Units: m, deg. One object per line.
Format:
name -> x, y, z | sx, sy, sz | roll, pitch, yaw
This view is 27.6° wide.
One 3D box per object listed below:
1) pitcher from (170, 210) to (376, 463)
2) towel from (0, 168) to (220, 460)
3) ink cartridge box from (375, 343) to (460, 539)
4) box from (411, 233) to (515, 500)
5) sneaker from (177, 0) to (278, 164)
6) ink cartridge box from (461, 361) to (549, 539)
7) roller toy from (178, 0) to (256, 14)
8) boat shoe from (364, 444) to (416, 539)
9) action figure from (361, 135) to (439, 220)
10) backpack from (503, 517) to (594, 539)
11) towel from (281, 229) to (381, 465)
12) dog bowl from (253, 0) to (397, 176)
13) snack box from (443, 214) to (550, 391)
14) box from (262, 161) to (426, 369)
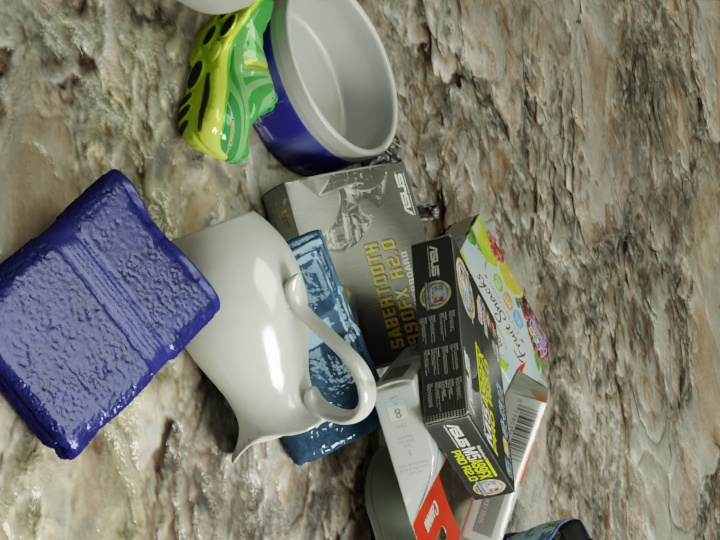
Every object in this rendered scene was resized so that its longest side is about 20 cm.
pitcher -> -0.077, 0.050, 1.265 | 0.121, 0.170, 0.203 | -24, 95, -55
towel -> -0.213, 0.034, 1.142 | 0.148, 0.049, 0.200 | 52, 49, -12
ink cartridge box -> 0.073, 0.181, 1.391 | 0.160, 0.047, 0.203 | -41, 114, -74
box -> 0.098, 0.094, 1.399 | 0.161, 0.044, 0.202 | 59, 22, -50
sneaker -> -0.122, -0.189, 1.427 | 0.083, 0.073, 0.202 | 39, 52, -37
ink cartridge box -> 0.161, 0.193, 1.560 | 0.200, 0.050, 0.164 | -18, 125, -76
roller toy -> -0.146, -0.345, 1.355 | 0.139, 0.198, 0.185 | 23, 61, -50
boat shoe -> 0.039, 0.263, 1.447 | 0.202, 0.074, 0.061 | -90, -177, -45
action figure -> 0.042, -0.068, 1.626 | 0.130, 0.069, 0.202 | 31, 46, -41
backpack -> 0.188, 0.375, 1.538 | 0.183, 0.145, 0.203 | -29, 102, -58
towel -> -0.050, 0.074, 1.375 | 0.111, 0.048, 0.202 | -24, 96, -21
dog bowl -> -0.046, -0.205, 1.548 | 0.199, 0.078, 0.203 | 34, 47, -45
snack box -> 0.151, 0.056, 1.746 | 0.201, 0.052, 0.143 | 59, 34, -20
box -> 0.000, 0.000, 1.485 | 0.157, 0.048, 0.203 | -11, 83, -37
